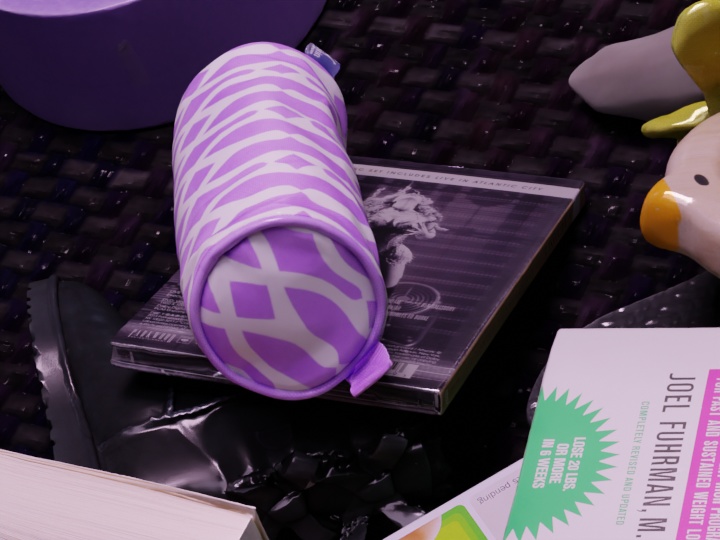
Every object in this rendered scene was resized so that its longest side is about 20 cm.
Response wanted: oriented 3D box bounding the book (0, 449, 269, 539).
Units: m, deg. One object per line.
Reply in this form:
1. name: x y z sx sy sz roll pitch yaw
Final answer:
1. book: -0.075 0.144 0.815 0.133 0.201 0.048 14 55 29

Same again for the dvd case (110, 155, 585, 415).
1. dvd case: 0.000 0.000 0.989 0.147 0.016 0.200 7 29 21

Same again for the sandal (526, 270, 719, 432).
1. sandal: 0.155 0.035 0.947 0.200 0.048 0.075 -30 45 -25

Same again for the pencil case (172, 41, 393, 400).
1. pencil case: -0.035 -0.024 0.942 0.084 0.086 0.200 -38 23 15

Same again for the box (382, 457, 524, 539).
1. box: 0.128 0.141 0.823 0.199 0.097 0.177 -28 45 -8

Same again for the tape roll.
1. tape roll: -0.118 -0.174 1.192 0.198 0.085 0.201 -10 47 11

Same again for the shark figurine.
1. shark figurine: 0.189 -0.139 1.013 0.215 0.089 0.128 -52 56 11

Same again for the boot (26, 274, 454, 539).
1. boot: -0.055 0.054 0.977 0.161 0.074 0.199 -16 37 -5

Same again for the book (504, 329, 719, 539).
1. book: 0.153 0.077 0.768 0.198 0.048 0.134 -2 45 22

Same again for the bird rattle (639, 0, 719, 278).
1. bird rattle: 0.199 -0.029 0.912 0.199 0.113 0.163 28 44 20
